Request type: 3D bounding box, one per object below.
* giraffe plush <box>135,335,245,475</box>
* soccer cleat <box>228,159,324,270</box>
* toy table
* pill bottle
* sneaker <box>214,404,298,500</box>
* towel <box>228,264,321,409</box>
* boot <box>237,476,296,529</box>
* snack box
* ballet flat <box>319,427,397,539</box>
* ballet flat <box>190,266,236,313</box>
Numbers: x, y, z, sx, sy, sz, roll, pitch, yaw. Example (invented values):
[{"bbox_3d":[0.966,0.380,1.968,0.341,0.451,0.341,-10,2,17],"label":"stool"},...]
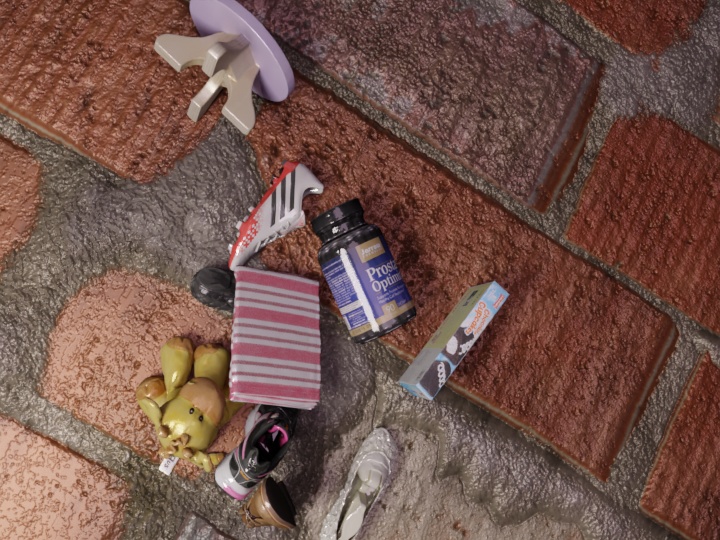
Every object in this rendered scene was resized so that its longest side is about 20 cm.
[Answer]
[{"bbox_3d":[-0.243,0.201,0.998,0.168,0.162,0.205,16,81,-9],"label":"giraffe plush"},{"bbox_3d":[-0.132,-0.077,1.098,0.084,0.069,0.202,32,75,-2],"label":"soccer cleat"},{"bbox_3d":[-0.206,-0.308,1.064,0.198,0.185,0.118,37,62,4],"label":"toy table"},{"bbox_3d":[0.000,0.000,1.091,0.110,0.112,0.204,-24,89,-12],"label":"pill bottle"},{"bbox_3d":[-0.124,0.239,1.010,0.086,0.201,0.080,-38,102,29],"label":"sneaker"},{"bbox_3d":[-0.126,0.098,1.048,0.143,0.030,0.205,13,64,-33],"label":"towel"},{"bbox_3d":[-0.134,0.337,0.988,0.074,0.201,0.075,-24,75,-10],"label":"boot"},{"bbox_3d":[0.143,0.108,1.105,0.037,0.116,0.201,39,79,-4],"label":"snack box"},{"bbox_3d":[0.006,0.342,1.082,0.071,0.072,0.203,28,79,-6],"label":"ballet flat"},{"bbox_3d":[-0.167,0.048,1.095,0.196,0.057,0.068,25,58,-13],"label":"ballet flat"}]
